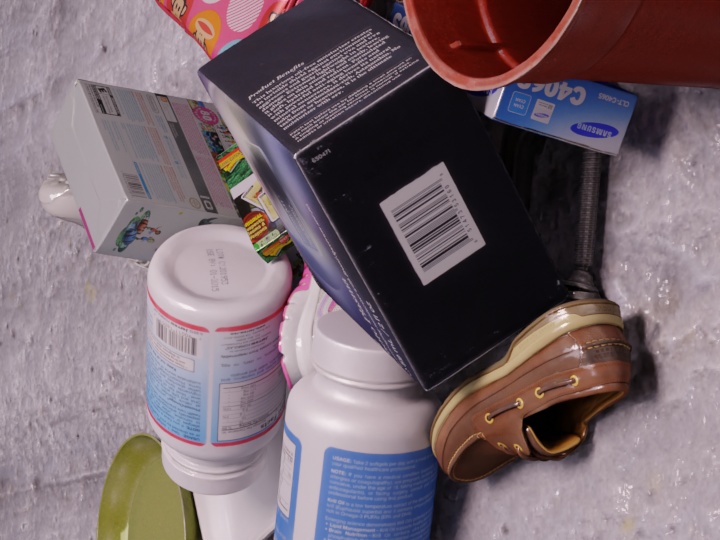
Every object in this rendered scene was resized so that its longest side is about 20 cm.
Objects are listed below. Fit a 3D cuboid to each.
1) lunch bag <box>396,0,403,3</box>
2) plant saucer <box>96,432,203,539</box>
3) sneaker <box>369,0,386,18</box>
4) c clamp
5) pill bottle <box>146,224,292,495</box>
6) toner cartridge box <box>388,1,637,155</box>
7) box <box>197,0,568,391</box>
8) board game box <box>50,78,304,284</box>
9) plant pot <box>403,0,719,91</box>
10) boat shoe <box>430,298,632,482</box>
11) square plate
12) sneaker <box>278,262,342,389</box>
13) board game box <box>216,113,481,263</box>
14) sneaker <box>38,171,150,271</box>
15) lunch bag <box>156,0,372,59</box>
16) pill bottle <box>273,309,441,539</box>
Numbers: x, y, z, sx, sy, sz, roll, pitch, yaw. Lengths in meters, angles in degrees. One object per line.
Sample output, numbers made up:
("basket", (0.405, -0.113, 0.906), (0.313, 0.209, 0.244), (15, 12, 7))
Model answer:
("lunch bag", (0.057, -0.279, 1.482), (0.176, 0.082, 0.200), (100, 174, -50))
("plant saucer", (-0.180, 0.242, 1.870), (0.200, 0.031, 0.200), (-14, 74, 60))
("sneaker", (-0.032, -0.158, 1.653), (0.071, 0.073, 0.200), (17, 103, 18))
("c clamp", (0.136, -0.052, 1.431), (0.171, 0.027, 0.200), (12, 94, 58))
("pill bottle", (-0.109, 0.072, 1.636), (0.109, 0.109, 0.200), (-122, 28, -44))
("toner cartridge box", (0.093, -0.128, 1.415), (0.200, 0.095, 0.043), (39, 113, 64))
("box", (0.011, -0.058, 1.421), (0.200, 0.123, 0.198), (61, 172, -29))
("board game box", (-0.127, -0.069, 1.688), (0.064, 0.200, 0.148), (-58, 40, 33))
("plant pot", (0.158, -0.191, 1.262), (0.201, 0.195, 0.201), (-15, 72, 56))
("boat shoe", (0.110, 0.094, 1.406), (0.200, 0.072, 0.068), (-48, 50, 46))
("square plate", (-0.085, 0.126, 1.751), (0.198, 0.028, 0.200), (-47, 47, 45))
("sneaker", (0.000, 0.000, 1.600), (0.081, 0.088, 0.200), (76, -158, -64))
("board game box", (-0.009, -0.100, 1.581), (0.200, 0.023, 0.105), (-35, 48, 11))
("sneaker", (-0.175, -0.036, 1.760), (0.076, 0.200, 0.081), (32, 109, 50))
("lunch bag", (-0.064, -0.239, 1.596), (0.176, 0.082, 0.200), (-61, 41, 19))
("pill bottle", (0.000, 0.134, 1.510), (0.112, 0.112, 0.200), (36, 125, 54))
